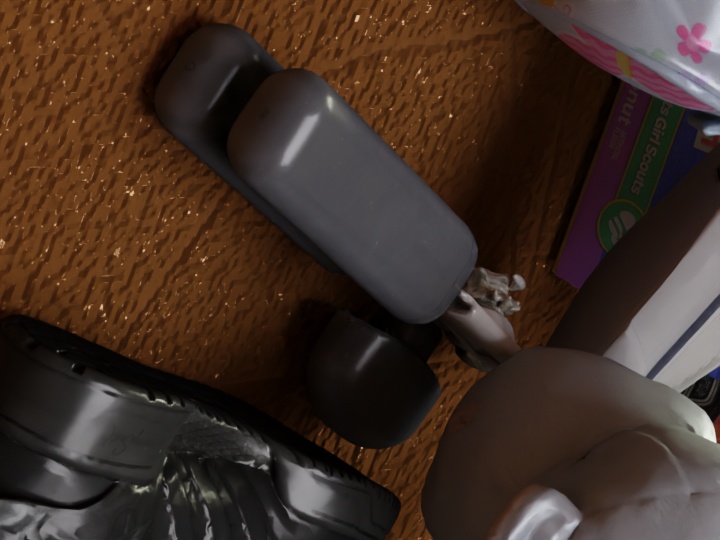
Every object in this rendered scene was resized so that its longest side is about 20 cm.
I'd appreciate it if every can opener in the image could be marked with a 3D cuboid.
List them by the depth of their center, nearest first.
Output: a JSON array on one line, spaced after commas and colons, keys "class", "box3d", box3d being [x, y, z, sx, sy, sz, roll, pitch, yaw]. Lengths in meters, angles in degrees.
[{"class": "can opener", "box3d": [0.000, 0.000, 0.800, 0.067, 0.053, 0.200, -54, 150, -9]}]

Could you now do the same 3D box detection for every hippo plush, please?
[{"class": "hippo plush", "box3d": [0.051, 0.115, 0.806, 0.159, 0.200, 0.161, -14, 123, -14]}]

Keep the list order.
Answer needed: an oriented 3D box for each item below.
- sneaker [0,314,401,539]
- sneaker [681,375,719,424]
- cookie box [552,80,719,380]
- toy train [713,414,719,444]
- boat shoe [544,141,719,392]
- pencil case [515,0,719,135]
[{"class": "sneaker", "box3d": [-0.071, 0.075, 0.754, 0.200, 0.060, 0.105, 28, 91, -56]}, {"class": "sneaker", "box3d": [0.143, 0.053, 1.050, 0.200, 0.075, 0.081, -9, 123, -55]}, {"class": "cookie box", "box3d": [0.168, -0.067, 0.980, 0.200, 0.075, 0.172, -11, 126, -54]}, {"class": "toy train", "box3d": [0.170, 0.014, 0.886, 0.200, 0.056, 0.150, -54, -179, -6]}, {"class": "boat shoe", "box3d": [0.125, -0.007, 0.863, 0.200, 0.066, 0.072, -49, -169, 17]}, {"class": "pencil case", "box3d": [0.118, -0.141, 0.825, 0.091, 0.083, 0.201, 27, 94, -28]}]
